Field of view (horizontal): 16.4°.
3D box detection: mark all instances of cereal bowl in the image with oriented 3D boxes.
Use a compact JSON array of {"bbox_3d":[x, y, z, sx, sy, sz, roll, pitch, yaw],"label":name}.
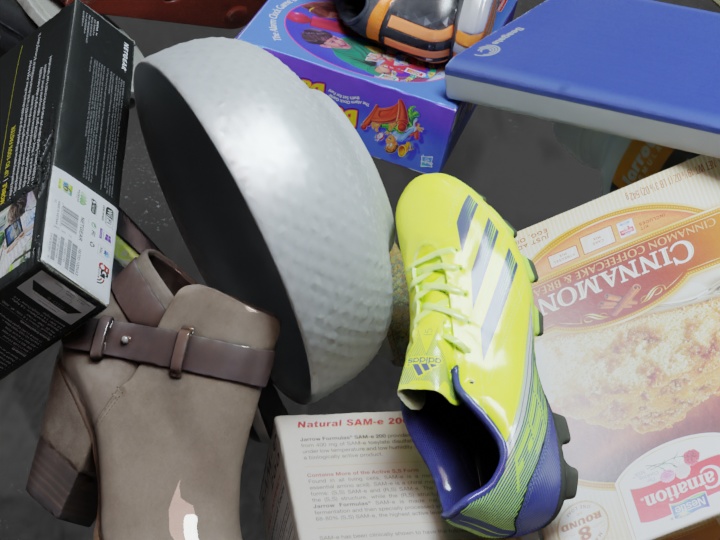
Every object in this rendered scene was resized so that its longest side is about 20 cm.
[{"bbox_3d":[-0.039,-0.036,1.318,0.083,0.200,0.200,-27,57,-13],"label":"cereal bowl"}]

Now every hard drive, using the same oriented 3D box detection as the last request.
[{"bbox_3d":[0.165,-0.111,1.382,0.199,0.025,0.132,16,35,37],"label":"hard drive"}]

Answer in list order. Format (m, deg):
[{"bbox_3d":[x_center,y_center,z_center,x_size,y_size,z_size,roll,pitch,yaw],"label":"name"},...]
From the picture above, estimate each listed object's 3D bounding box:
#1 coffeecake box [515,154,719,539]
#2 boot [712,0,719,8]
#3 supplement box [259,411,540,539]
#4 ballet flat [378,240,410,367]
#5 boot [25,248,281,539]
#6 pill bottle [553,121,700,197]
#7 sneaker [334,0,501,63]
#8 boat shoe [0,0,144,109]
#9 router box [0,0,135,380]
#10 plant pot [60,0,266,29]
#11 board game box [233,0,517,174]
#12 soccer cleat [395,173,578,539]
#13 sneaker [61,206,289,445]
[{"bbox_3d":[0.155,0.060,1.305,0.153,0.073,0.201,-22,56,11],"label":"coffeecake box"},{"bbox_3d":[0.300,-0.202,1.591,0.073,0.156,0.200,-23,56,-29],"label":"boot"},{"bbox_3d":[0.027,0.168,1.250,0.125,0.074,0.201,-1,48,-13],"label":"supplement box"},{"bbox_3d":[0.000,0.000,1.413,0.070,0.071,0.200,-12,51,-21],"label":"ballet flat"},{"bbox_3d":[-0.082,0.085,1.259,0.200,0.147,0.070,32,5,26],"label":"boot"},{"bbox_3d":[0.212,-0.051,1.462,0.116,0.117,0.200,-28,58,-32],"label":"pill bottle"},{"bbox_3d":[0.041,-0.215,1.476,0.111,0.078,0.201,15,56,6],"label":"sneaker"},{"bbox_3d":[-0.207,-0.149,1.507,0.200,0.060,0.074,40,19,19],"label":"boat shoe"},{"bbox_3d":[-0.193,-0.032,1.343,0.051,0.149,0.201,36,37,-32],"label":"router box"},{"bbox_3d":[-0.118,-0.259,1.514,0.199,0.200,0.177,2,53,-38],"label":"plant pot"},{"bbox_3d":[0.009,-0.132,1.501,0.134,0.045,0.200,19,28,6],"label":"board game box"},{"bbox_3d":[0.049,0.037,1.250,0.083,0.065,0.201,4,60,-38],"label":"soccer cleat"},{"bbox_3d":[-0.120,0.040,1.361,0.083,0.072,0.200,-41,63,-10],"label":"sneaker"}]
